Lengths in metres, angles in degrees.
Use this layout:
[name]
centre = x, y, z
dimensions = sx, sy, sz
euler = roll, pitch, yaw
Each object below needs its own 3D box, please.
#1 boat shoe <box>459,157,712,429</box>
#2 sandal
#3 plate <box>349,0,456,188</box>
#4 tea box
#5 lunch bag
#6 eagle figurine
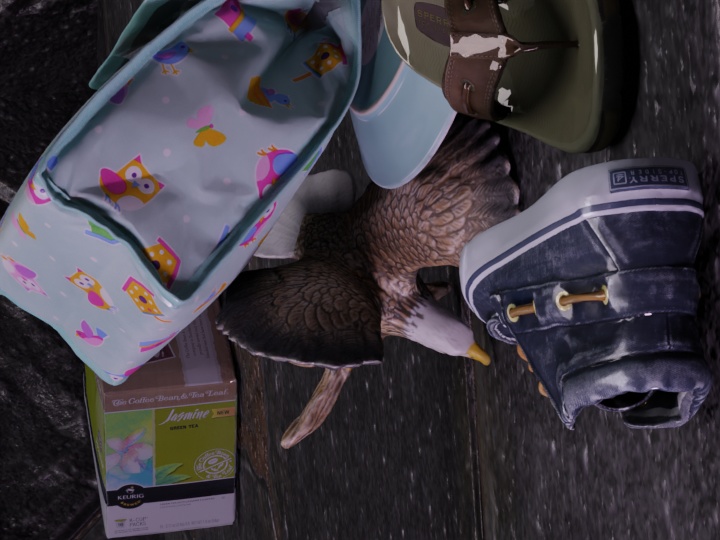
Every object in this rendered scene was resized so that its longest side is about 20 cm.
[boat shoe]
centre = 0.085, 0.024, 1.077
dimensions = 0.200, 0.070, 0.091
euler = 128, 140, -74
[sandal]
centre = 0.053, -0.094, 1.174
dimensions = 0.201, 0.057, 0.080
euler = 20, 116, 59
[plate]
centre = 0.023, -0.141, 1.336
dimensions = 0.200, 0.025, 0.201
euler = -169, 90, -72
[tea box]
centre = -0.198, 0.117, 2.654
dimensions = 0.200, 0.133, 0.197
euler = -106, 13, -47
[lunch bag]
centre = -0.088, -0.063, 1.380
dimensions = 0.200, 0.122, 0.170
euler = -53, 4, -23
[eagle figurine]
centre = 0.007, 0.002, 1.406
dimensions = 0.200, 0.150, 0.153
euler = 79, -166, -73
